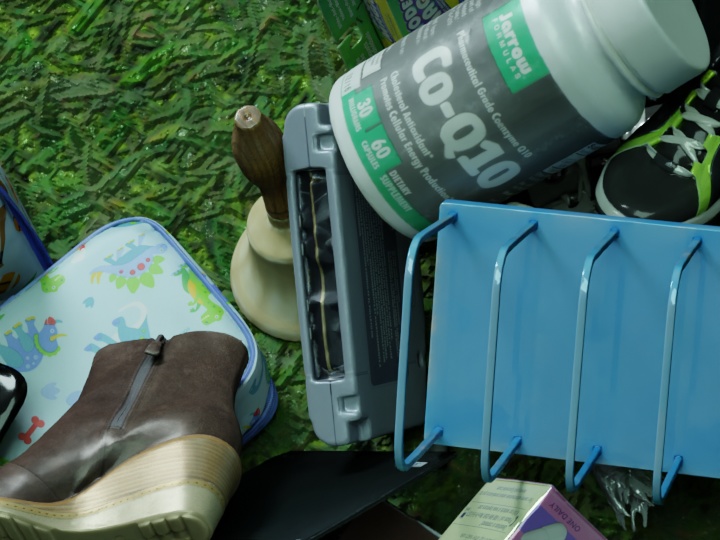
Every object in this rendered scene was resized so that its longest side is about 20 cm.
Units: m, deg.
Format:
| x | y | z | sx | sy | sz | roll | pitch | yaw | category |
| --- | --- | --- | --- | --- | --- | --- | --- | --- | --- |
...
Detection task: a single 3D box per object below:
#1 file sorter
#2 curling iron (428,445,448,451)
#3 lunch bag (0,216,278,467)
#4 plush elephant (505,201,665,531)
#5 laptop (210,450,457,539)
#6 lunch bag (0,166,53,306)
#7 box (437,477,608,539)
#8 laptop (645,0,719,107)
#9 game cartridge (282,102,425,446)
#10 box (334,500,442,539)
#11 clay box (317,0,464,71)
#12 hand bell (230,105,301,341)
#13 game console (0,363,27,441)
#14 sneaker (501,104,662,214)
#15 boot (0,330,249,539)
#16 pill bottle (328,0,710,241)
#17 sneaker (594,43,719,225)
| x | y | z | sx | sy | sz | roll | pitch | yaw | category |
| --- | --- | --- | --- | --- | --- | --- | --- | --- | --- |
| 0.126 | 0.048 | 1.430 | 0.199 | 0.123 | 0.139 | 6 | 101 | 12 | file sorter |
| 0.050 | 0.019 | 1.625 | 0.049 | 0.026 | 0.201 | 2 | 94 | 44 | curling iron |
| -0.162 | 0.080 | 1.647 | 0.200 | 0.083 | 0.161 | -38 | 63 | -8 | lunch bag |
| 0.174 | 0.033 | 1.563 | 0.154 | 0.165 | 0.200 | -27 | 68 | -7 | plush elephant |
| -0.051 | 0.193 | 1.540 | 0.177 | 0.103 | 0.201 | -6 | 71 | 54 | laptop |
| -0.290 | -0.054 | 1.668 | 0.124 | 0.200 | 0.170 | -36 | 64 | -12 | lunch bag |
| 0.086 | 0.246 | 1.463 | 0.176 | 0.097 | 0.200 | 44 | 77 | -12 | box |
| 0.221 | -0.153 | 1.666 | 0.200 | 0.116 | 0.188 | 18 | 107 | 43 | laptop |
| 0.000 | 0.000 | 1.602 | 0.041 | 0.133 | 0.201 | -5 | 90 | 25 | game cartridge |
| -0.008 | 0.241 | 1.544 | 0.100 | 0.075 | 0.200 | 32 | 76 | 24 | box |
| 0.069 | -0.197 | 1.716 | 0.200 | 0.115 | 0.048 | -43 | 55 | -10 | clay box |
| -0.050 | -0.044 | 1.618 | 0.104 | 0.200 | 0.105 | -4 | 64 | 9 | hand bell |
| -0.305 | 0.134 | 1.626 | 0.199 | 0.177 | 0.116 | 19 | 35 | 29 | game console |
| 0.144 | -0.057 | 1.609 | 0.199 | 0.088 | 0.074 | -15 | 87 | 34 | sneaker |
| -0.163 | 0.108 | 1.546 | 0.199 | 0.073 | 0.167 | -7 | 35 | 8 | boot |
| 0.091 | -0.108 | 1.519 | 0.200 | 0.113 | 0.113 | -30 | 60 | 23 | pill bottle |
| 0.203 | -0.099 | 1.520 | 0.072 | 0.083 | 0.200 | 32 | 62 | 27 | sneaker |
